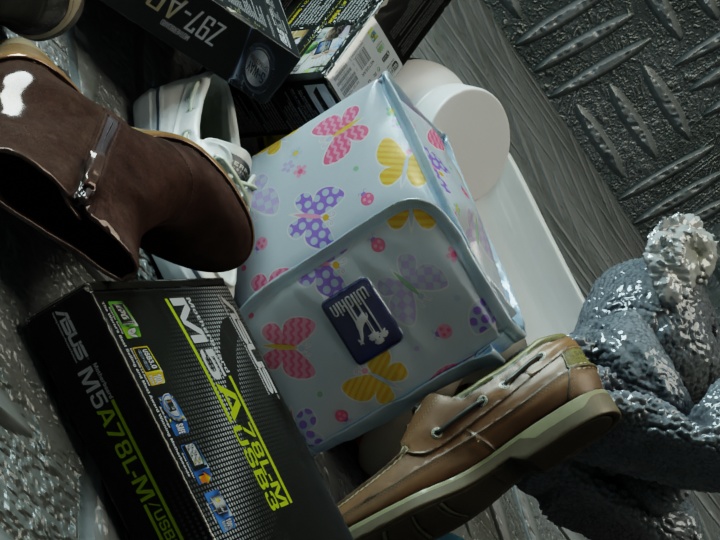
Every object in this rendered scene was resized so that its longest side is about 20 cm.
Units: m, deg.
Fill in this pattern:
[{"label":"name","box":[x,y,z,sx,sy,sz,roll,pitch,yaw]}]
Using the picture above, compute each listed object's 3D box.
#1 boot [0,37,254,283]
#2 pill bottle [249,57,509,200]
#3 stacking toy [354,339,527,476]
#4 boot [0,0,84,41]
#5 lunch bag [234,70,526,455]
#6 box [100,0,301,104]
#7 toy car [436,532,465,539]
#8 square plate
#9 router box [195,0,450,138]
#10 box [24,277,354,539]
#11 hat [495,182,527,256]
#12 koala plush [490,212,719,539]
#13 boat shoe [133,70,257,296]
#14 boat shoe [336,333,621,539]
[{"label":"boot","box":[-0.128,-0.031,0.906,0.200,0.072,0.166,40,15,-27]},{"label":"pill bottle","box":[0.013,-0.108,1.290,0.200,0.113,0.112,17,-25,48]},{"label":"stacking toy","box":[0.010,0.037,1.226,0.200,0.146,0.146,49,8,26]},{"label":"boot","box":[-0.233,-0.215,0.933,0.200,0.073,0.151,65,14,-5]},{"label":"lunch bag","box":[0.000,0.000,1.110,0.127,0.169,0.200,39,25,-55]},{"label":"box","box":[-0.128,-0.209,1.188,0.160,0.044,0.200,31,19,-26]},{"label":"toy car","box":[0.160,0.240,1.132,0.184,0.200,0.177,46,20,-47]},{"label":"square plate","box":[0.066,0.025,1.310,0.028,0.200,0.198,112,-45,-67]},{"label":"router box","box":[-0.019,-0.182,1.259,0.200,0.149,0.051,-55,128,-32]},{"label":"box","box":[-0.077,0.100,0.898,0.200,0.047,0.193,63,16,8]},{"label":"hat","box":[0.057,0.011,1.405,0.081,0.201,0.201,-18,76,-38]},{"label":"koala plush","box":[0.186,0.065,1.170,0.184,0.177,0.200,24,51,3]},{"label":"boat shoe","box":[-0.101,-0.058,1.084,0.074,0.067,0.200,44,21,-47]},{"label":"boat shoe","box":[0.058,0.111,1.050,0.068,0.200,0.072,61,-1,24]}]
